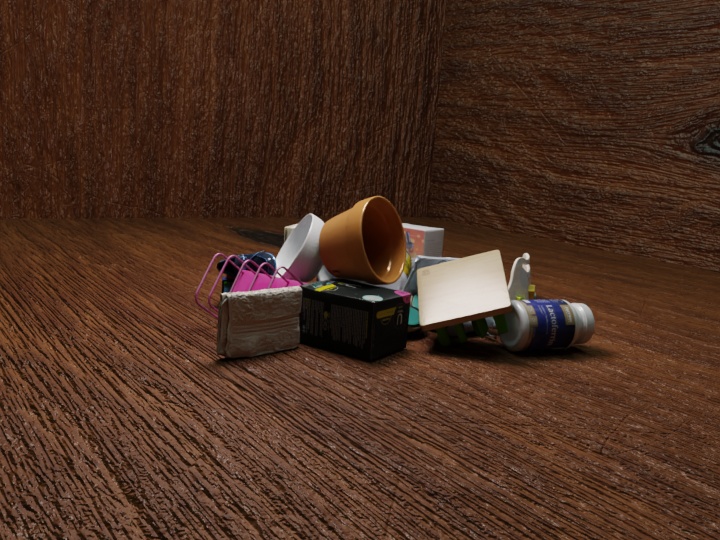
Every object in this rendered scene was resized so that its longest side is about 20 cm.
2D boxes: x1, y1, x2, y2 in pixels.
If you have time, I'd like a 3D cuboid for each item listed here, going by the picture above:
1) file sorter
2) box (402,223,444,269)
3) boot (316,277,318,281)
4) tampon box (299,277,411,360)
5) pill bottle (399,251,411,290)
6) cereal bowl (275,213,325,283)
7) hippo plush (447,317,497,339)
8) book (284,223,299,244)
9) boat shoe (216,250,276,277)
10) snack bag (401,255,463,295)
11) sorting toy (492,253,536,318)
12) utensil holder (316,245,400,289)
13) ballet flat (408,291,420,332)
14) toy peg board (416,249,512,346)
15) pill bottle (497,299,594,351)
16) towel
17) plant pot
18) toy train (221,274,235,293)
[{"bbox_3d":[-0.242,0.051,1.513,0.199,0.140,0.125,11,-22,32],"label":"file sorter"},{"bbox_3d":[0.157,-0.036,2.103,0.152,0.201,0.106,11,13,39],"label":"box"},{"bbox_3d":[-0.031,0.024,2.006,0.199,0.091,0.073,4,10,0],"label":"boot"},{"bbox_3d":[-0.015,0.100,1.493,0.199,0.127,0.150,10,12,33],"label":"tampon box"},{"bbox_3d":[0.083,0.014,1.960,0.111,0.113,0.200,5,31,7],"label":"pill bottle"},{"bbox_3d":[-0.136,-0.033,1.665,0.083,0.201,0.200,32,2,-17],"label":"cereal bowl"},{"bbox_3d":[0.253,0.069,1.676,0.199,0.162,0.159,13,13,40],"label":"hippo plush"},{"bbox_3d":[-0.174,-0.025,1.912,0.048,0.201,0.134,6,10,10],"label":"book"},{"bbox_3d":[-0.280,-0.001,1.679,0.068,0.085,0.199,-5,-3,-42],"label":"boat shoe"},{"bbox_3d":[0.186,0.040,1.763,0.199,0.189,0.021,2,37,-32],"label":"snack bag"},{"bbox_3d":[0.413,0.049,1.799,0.106,0.181,0.200,8,11,22],"label":"sorting toy"},{"bbox_3d":[0.000,0.000,1.777,0.169,0.171,0.200,9,-12,27],"label":"utensil holder"},{"bbox_3d":[0.126,0.115,1.660,0.067,0.063,0.200,28,26,10],"label":"ballet flat"},{"bbox_3d":[0.238,0.071,1.563,0.199,0.098,0.200,-13,36,12],"label":"toy peg board"},{"bbox_3d":[0.424,0.124,1.574,0.199,0.116,0.116,0,11,-21],"label":"pill bottle"},{"bbox_3d":[-0.199,0.102,1.389,0.199,0.133,0.034,-6,16,-43],"label":"towel"},{"bbox_3d":[-0.002,-0.061,1.585,0.139,0.201,0.200,-8,3,31],"label":"plant pot"},{"bbox_3d":[-0.255,0.061,1.763,0.199,0.085,0.116,2,21,-10],"label":"toy train"}]
